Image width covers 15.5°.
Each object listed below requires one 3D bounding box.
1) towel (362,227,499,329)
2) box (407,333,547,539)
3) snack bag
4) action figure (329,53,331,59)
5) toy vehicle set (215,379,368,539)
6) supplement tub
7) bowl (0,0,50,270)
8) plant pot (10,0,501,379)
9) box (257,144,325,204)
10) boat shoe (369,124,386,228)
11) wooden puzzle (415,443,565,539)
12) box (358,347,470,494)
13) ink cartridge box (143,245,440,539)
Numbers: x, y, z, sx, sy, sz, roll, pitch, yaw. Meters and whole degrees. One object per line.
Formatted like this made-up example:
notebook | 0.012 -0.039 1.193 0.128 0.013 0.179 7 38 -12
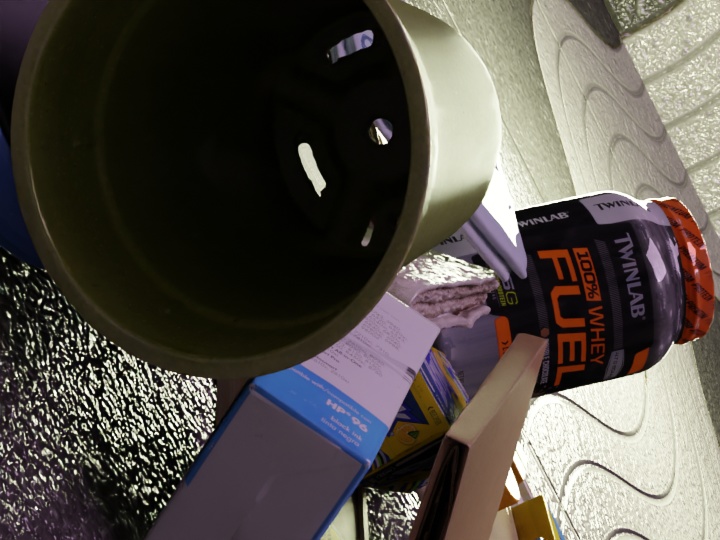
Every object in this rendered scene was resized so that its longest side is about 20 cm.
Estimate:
towel | 0.000 0.000 1.545 0.200 0.132 0.035 -3 110 -71
box | 0.054 0.134 1.460 0.200 0.021 0.164 -42 149 -68
snack bag | 0.034 -0.109 1.618 0.189 0.021 0.200 47 20 -32
action figure | -0.029 -0.205 1.730 0.102 0.118 0.201 -54 127 -78
toy vehicle set | -0.034 0.139 1.373 0.124 0.026 0.200 57 17 -31
supplement tub | 0.119 0.018 1.710 0.122 0.199 0.123 167 -90 -75
bowl | -0.130 -0.100 1.237 0.200 0.039 0.201 19 67 -52
plant pot | -0.024 -0.059 1.200 0.190 0.200 0.201 -8 74 -65
box | -0.068 -0.054 1.417 0.075 0.100 0.200 60 17 -22
boat shoe | 0.033 -0.049 1.752 0.200 0.074 0.076 62 14 -60
wooden puzzle | 0.099 0.165 1.758 0.186 0.046 0.200 64 15 -7
box | 0.025 0.083 1.528 0.070 0.064 0.200 61 6 10
ink cartridge box | -0.027 0.073 1.259 0.068 0.116 0.200 34 25 -1
